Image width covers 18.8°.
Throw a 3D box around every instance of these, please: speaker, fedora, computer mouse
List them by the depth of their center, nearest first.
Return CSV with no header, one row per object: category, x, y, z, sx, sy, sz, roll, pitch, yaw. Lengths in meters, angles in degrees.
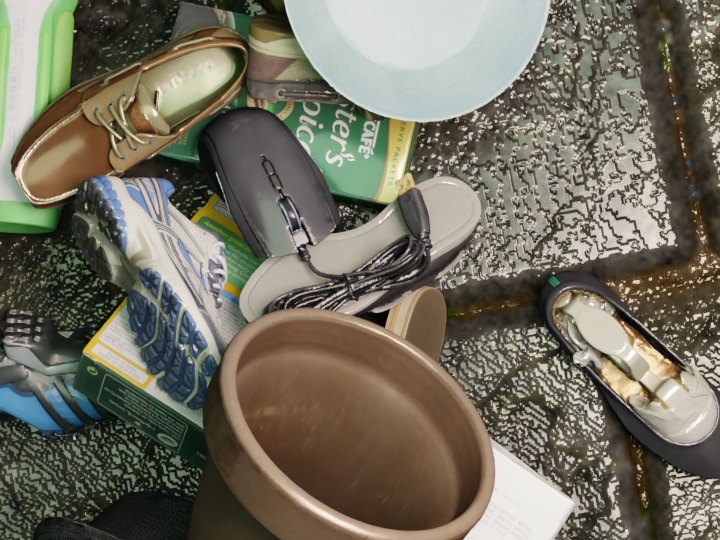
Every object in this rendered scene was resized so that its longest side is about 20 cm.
computer mouse,-0.031,-0.060,1.550,0.139,0.046,0.201,-19,58,-8
fedora,-0.137,0.223,1.567,0.200,0.201,0.092,33,57,6
speaker,-0.258,-0.132,1.628,0.088,0.088,0.202,3,84,4

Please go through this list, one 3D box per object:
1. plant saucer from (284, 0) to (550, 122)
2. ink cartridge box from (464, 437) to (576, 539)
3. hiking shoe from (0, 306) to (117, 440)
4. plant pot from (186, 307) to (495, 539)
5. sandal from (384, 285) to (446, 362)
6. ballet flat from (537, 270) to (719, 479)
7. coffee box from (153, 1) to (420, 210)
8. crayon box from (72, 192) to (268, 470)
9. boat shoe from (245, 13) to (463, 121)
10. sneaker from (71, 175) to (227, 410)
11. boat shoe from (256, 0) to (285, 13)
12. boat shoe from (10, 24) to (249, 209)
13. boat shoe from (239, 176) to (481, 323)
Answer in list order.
plant saucer,0.036,-0.204,1.522,0.199,0.039,0.203,0,90,-16
ink cartridge box,0.065,0.223,1.543,0.083,0.146,0.201,34,87,5
hiking shoe,-0.205,0.086,1.622,0.198,0.075,0.087,13,114,-2
plant pot,-0.036,0.155,1.452,0.200,0.200,0.175,38,125,6
sandal,0.001,0.110,1.611,0.069,0.078,0.213,9,76,35
ballet flat,0.206,0.078,1.589,0.073,0.073,0.200,-45,84,-2
coffee box,-0.053,-0.123,1.636,0.198,0.044,0.124,14,84,4
crayon box,-0.103,0.041,1.586,0.125,0.052,0.200,32,52,6
boat shoe,0.010,-0.142,1.577,0.199,0.072,0.066,6,114,-21
sneaker,-0.122,0.007,1.525,0.085,0.077,0.201,-14,62,-35
boat shoe,-0.095,-0.291,1.645,0.063,0.073,0.201,-33,86,-7
boat shoe,-0.163,-0.116,1.567,0.199,0.074,0.076,-35,101,-8
boat shoe,0.000,0.000,1.579,0.199,0.060,0.074,-32,66,-23
